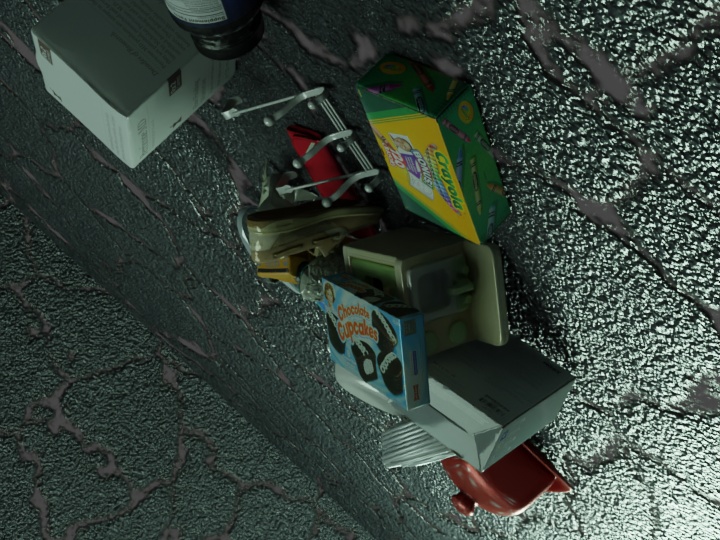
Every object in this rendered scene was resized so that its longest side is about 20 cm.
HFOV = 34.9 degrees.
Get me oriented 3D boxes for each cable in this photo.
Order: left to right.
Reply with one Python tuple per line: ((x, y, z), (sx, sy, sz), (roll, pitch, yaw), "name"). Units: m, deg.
((0.124, 0.239, 1.675), (0.200, 0.199, 0.070), (52, -157, -79), "cable")

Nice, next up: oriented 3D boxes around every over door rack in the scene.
((-0.082, -0.153, 1.459), (0.199, 0.067, 0.148), (2, 136, 47), "over door rack")

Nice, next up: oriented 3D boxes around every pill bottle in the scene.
((-0.166, -0.325, 1.232), (0.112, 0.112, 0.200), (34, 160, 26), "pill bottle")

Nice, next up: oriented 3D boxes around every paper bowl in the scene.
((0.042, 0.147, 1.700), (0.200, 0.105, 0.201), (25, 167, 6), "paper bowl")

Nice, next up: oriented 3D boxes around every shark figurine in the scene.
((-0.104, -0.105, 1.642), (0.089, 0.129, 0.214), (7, 173, -6), "shark figurine")

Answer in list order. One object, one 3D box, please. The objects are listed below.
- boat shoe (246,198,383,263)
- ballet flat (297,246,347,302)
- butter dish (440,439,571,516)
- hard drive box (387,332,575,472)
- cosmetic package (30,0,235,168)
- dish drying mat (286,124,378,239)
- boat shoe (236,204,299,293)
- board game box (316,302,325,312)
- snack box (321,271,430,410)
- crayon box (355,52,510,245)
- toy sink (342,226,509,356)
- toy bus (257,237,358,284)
((-0.058, -0.052, 1.488), (0.071, 0.199, 0.065), (20, 116, 56), "boat shoe")
((0.000, 0.000, 1.540), (0.071, 0.200, 0.072), (10, 107, 35), "ballet flat")
((0.202, 0.328, 1.837), (0.200, 0.148, 0.199), (44, 161, -6), "butter dish")
((0.158, 0.152, 1.467), (0.156, 0.200, 0.077), (35, 122, 26), "hard drive box")
((-0.279, -0.273, 1.440), (0.165, 0.200, 0.165), (41, 162, 5), "cosmetic package")
((-0.037, -0.115, 1.569), (0.077, 0.018, 0.200), (20, 150, 42), "dish drying mat")
((-0.153, -0.031, 1.908), (0.067, 0.074, 0.200), (15, 147, 50), "boat shoe")
((0.024, 0.101, 1.878), (0.200, 0.045, 0.152), (49, 161, -17), "board game box")
((0.017, 0.082, 1.407), (0.200, 0.037, 0.117), (26, 126, 58), "snack box")
((0.081, -0.128, 1.232), (0.118, 0.058, 0.200), (29, 157, 38), "crayon box")
((0.076, 0.030, 1.429), (0.200, 0.112, 0.131), (15, 118, 56), "toy sink")
((-0.054, -0.012, 1.579), (0.065, 0.079, 0.199), (1, 173, 37), "toy bus")
